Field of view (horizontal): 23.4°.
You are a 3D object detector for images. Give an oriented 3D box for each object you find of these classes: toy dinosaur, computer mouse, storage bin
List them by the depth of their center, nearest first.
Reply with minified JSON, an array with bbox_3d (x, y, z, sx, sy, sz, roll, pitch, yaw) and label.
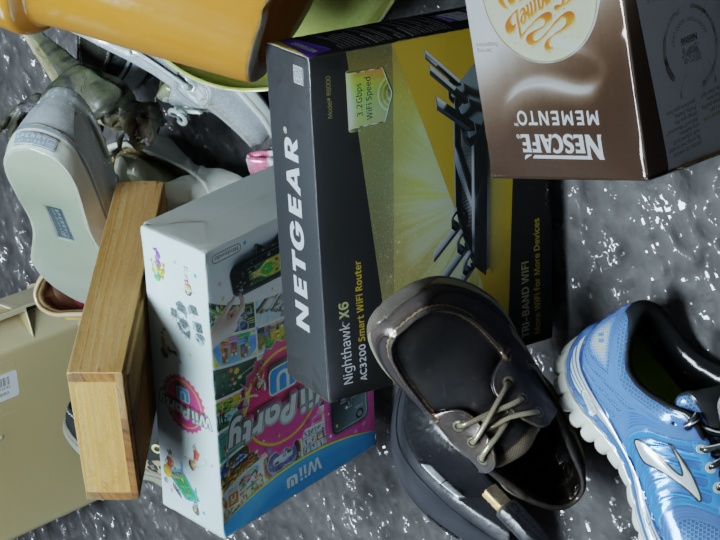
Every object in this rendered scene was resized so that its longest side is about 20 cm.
[{"bbox_3d":[0.068,0.148,1.068,0.200,0.046,0.141,52,174,20],"label":"computer mouse"},{"bbox_3d":[-0.210,-0.117,1.247,0.200,0.047,0.088,38,101,32],"label":"toy dinosaur"},{"bbox_3d":[-0.324,0.129,1.451,0.094,0.200,0.199,15,117,44],"label":"storage bin"}]

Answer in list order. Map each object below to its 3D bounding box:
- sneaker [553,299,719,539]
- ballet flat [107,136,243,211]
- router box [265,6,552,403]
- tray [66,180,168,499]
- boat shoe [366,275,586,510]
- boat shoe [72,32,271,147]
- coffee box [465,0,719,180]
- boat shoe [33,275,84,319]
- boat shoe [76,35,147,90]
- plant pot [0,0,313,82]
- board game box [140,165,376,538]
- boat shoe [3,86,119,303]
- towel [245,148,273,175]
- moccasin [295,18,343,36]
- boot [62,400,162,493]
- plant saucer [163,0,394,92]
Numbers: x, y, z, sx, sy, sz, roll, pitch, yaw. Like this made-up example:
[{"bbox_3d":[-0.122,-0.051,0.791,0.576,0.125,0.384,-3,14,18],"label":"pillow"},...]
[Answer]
[{"bbox_3d":[0.184,0.103,0.939,0.200,0.078,0.089,55,142,17],"label":"sneaker"},{"bbox_3d":[-0.129,-0.048,1.215,0.200,0.069,0.070,34,131,54],"label":"ballet flat"},{"bbox_3d":[0.032,-0.042,0.987,0.052,0.157,0.201,29,128,55],"label":"router box"},{"bbox_3d":[-0.146,0.039,1.097,0.037,0.200,0.099,0,126,3],"label":"tray"},{"bbox_3d":[0.077,0.072,0.976,0.074,0.200,0.073,-43,45,6],"label":"boat shoe"},{"bbox_3d":[-0.141,-0.144,1.157,0.202,0.065,0.074,38,-178,-19],"label":"boat shoe"},{"bbox_3d":[0.119,-0.152,0.901,0.114,0.080,0.201,4,109,49],"label":"coffee box"},{"bbox_3d":[-0.185,0.002,1.335,0.200,0.069,0.074,-24,86,50],"label":"boat shoe"},{"bbox_3d":[-0.181,-0.204,1.239,0.072,0.071,0.200,46,137,26],"label":"boat shoe"},{"bbox_3d":[-0.111,-0.201,0.965,0.183,0.200,0.201,27,131,5],"label":"plant pot"},{"bbox_3d":[-0.061,0.045,1.106,0.064,0.147,0.201,21,125,37],"label":"board game box"},{"bbox_3d":[-0.187,-0.047,1.179,0.070,0.072,0.201,15,150,12],"label":"boat shoe"},{"bbox_3d":[0.000,0.000,1.149,0.200,0.030,0.147,15,118,46],"label":"towel"},{"bbox_3d":[-0.072,-0.189,1.119,0.201,0.073,0.078,41,152,43],"label":"moccasin"},{"bbox_3d":[-0.154,0.087,1.339,0.203,0.073,0.154,19,117,39],"label":"boot"},{"bbox_3d":[-0.053,-0.203,1.053,0.199,0.031,0.201,-3,81,21],"label":"plant saucer"}]
